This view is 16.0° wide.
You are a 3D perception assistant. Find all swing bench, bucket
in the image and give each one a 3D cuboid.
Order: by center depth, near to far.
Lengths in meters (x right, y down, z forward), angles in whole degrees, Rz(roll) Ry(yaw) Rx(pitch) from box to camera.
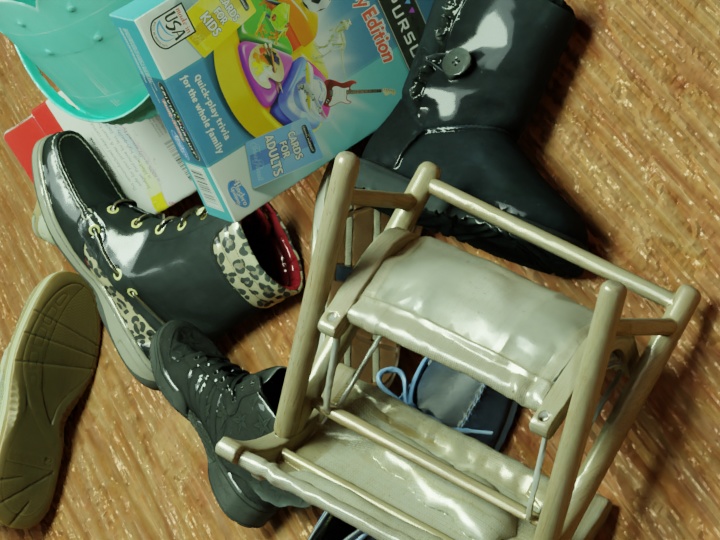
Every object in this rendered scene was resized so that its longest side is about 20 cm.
[{"bbox_3d":[0.055,0.063,1.468,0.198,0.130,0.201,27,101,26],"label":"swing bench"},{"bbox_3d":[-0.161,-0.207,1.732,0.206,0.135,0.208,-25,38,21],"label":"bucket"}]

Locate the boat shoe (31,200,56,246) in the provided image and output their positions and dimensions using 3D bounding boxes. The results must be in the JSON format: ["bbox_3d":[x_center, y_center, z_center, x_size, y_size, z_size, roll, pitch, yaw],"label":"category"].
[{"bbox_3d":[-0.206,-0.114,2.000,0.063,0.073,0.202,20,95,49],"label":"boat shoe"}]

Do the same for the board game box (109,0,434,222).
[{"bbox_3d":[-0.042,-0.149,1.664,0.199,0.152,0.047,-34,23,-18],"label":"board game box"}]

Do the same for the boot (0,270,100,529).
[{"bbox_3d":[-0.280,0.098,1.981,0.154,0.072,0.201,-3,70,53],"label":"boot"}]

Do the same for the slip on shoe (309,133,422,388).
[{"bbox_3d":[0.000,0.000,1.685,0.061,0.076,0.201,125,151,-60],"label":"slip on shoe"}]

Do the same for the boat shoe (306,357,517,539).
[{"bbox_3d":[0.034,0.114,1.575,0.084,0.068,0.201,32,97,53],"label":"boat shoe"}]

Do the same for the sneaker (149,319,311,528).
[{"bbox_3d":[-0.070,0.091,1.715,0.104,0.060,0.200,-51,53,35],"label":"sneaker"}]

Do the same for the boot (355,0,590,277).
[{"bbox_3d":[0.093,-0.099,1.607,0.200,0.076,0.169,22,82,44],"label":"boot"}]

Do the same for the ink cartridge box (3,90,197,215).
[{"bbox_3d":[-0.160,-0.104,1.887,0.199,0.117,0.067,-27,10,41],"label":"ink cartridge box"}]

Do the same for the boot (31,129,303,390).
[{"bbox_3d":[-0.137,-0.034,1.819,0.153,0.073,0.204,-32,83,34],"label":"boot"}]
